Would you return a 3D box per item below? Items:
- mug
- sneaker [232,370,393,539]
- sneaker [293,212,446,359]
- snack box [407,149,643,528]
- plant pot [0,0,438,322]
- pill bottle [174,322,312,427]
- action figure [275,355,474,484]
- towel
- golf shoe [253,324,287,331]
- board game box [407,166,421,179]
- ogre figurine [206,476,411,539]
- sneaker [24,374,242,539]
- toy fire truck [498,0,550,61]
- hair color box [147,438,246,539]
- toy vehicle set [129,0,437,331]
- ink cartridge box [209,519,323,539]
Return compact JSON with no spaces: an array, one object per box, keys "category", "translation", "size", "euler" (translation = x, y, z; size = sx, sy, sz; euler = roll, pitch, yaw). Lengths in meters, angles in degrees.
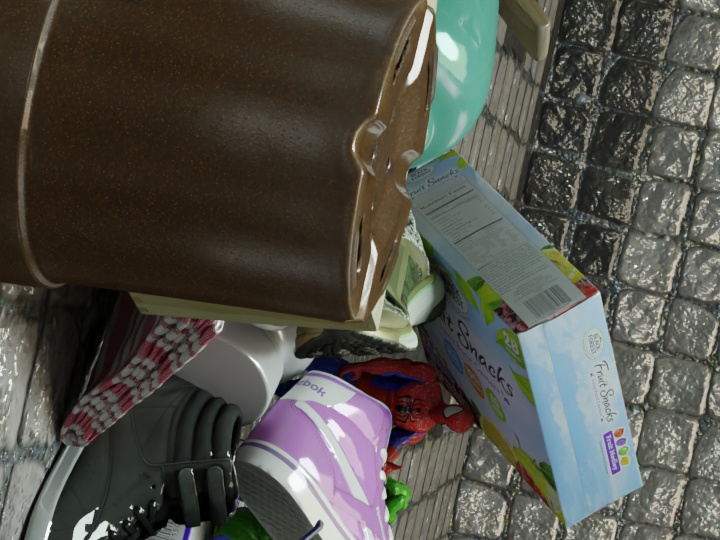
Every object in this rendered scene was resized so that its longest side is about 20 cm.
[{"category":"mug","translation":[-0.004,-0.135,1.238],"size":[0.185,0.151,0.115],"euler":[59,32,-51]},{"category":"sneaker","translation":[0.002,0.151,1.392],"size":[0.114,0.072,0.201],"euler":[-53,132,-35]},{"category":"sneaker","translation":[0.000,0.000,1.322],"size":[0.200,0.076,0.089],"euler":[-46,129,-75]},{"category":"snack box","translation":[0.097,0.041,1.434],"size":[0.200,0.067,0.170],"euler":[47,-21,50]},{"category":"plant pot","translation":[-0.076,-0.071,1.003],"size":[0.200,0.197,0.202],"euler":[12,90,-80]},{"category":"pill bottle","translation":[-0.066,0.002,1.395],"size":[0.201,0.110,0.112],"euler":[-67,166,-45]},{"category":"action figure","translation":[-0.024,0.083,1.479],"size":[0.099,0.198,0.066],"euler":[-37,139,-69]},{"category":"towel","translation":[-0.105,0.003,1.208],"size":[0.200,0.030,0.147],"euler":[-39,-154,52]},{"category":"golf shoe","translation":[-0.063,-0.036,1.307],"size":[0.092,0.072,0.201],"euler":[-43,-143,34]},{"category":"board game box","translation":[0.021,-0.088,1.547],"size":[0.200,0.061,0.201],"euler":[-63,163,-60]},{"category":"ogre figurine","translation":[-0.040,0.203,1.467],"size":[0.200,0.097,0.121],"euler":[-31,136,-75]},{"category":"sneaker","translation":[-0.127,0.140,1.260],"size":[0.071,0.098,0.201],"euler":[92,16,-55]},{"category":"toy fire truck","translation":[0.037,-0.230,1.426],"size":[0.176,0.198,0.130],"euler":[72,32,-71]},{"category":"hair color box","translation":[-0.115,0.158,1.454],"size":[0.200,0.064,0.110],"euler":[39,65,-77]},{"category":"toy vehicle set","translation":[-0.037,-0.067,1.112],"size":[0.027,0.123,0.201],"euler":[70,26,-58]},{"category":"ink cartridge box","translation":[-0.124,0.199,1.211],"size":[0.200,0.041,0.200],"euler":[-39,175,9]}]
